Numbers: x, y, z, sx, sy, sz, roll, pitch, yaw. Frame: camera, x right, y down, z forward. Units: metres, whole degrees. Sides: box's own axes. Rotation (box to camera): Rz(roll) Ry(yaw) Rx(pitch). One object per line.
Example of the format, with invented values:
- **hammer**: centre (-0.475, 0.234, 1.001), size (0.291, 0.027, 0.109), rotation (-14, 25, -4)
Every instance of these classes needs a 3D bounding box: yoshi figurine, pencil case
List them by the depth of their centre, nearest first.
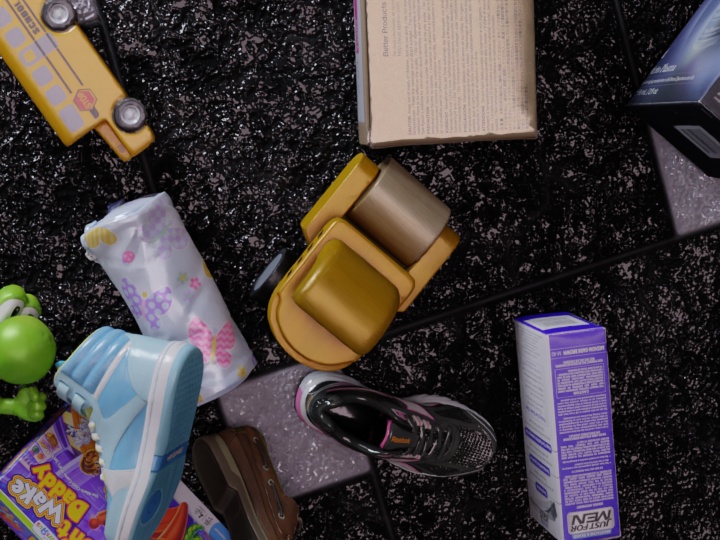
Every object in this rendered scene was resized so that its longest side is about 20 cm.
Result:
- **yoshi figurine**: centre (-0.339, 0.110, 1.331), size (0.111, 0.112, 0.201), rotation (28, 82, 7)
- **pencil case**: centre (-0.174, 0.027, 1.372), size (0.090, 0.083, 0.201), rotation (-32, 101, -19)

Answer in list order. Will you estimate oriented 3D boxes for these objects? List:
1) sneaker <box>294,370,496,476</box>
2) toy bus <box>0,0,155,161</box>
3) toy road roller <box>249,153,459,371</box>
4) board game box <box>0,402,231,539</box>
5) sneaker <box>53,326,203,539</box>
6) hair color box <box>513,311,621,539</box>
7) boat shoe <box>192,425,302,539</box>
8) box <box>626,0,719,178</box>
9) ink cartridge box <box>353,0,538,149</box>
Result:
- **sneaker**: centre (0.035, 0.156, 1.419), size (0.198, 0.086, 0.081), rotation (12, 96, -11)
- **toy bus**: centre (-0.266, -0.182, 1.344), size (0.078, 0.065, 0.201), rotation (-35, 100, -4)
- **toy road roller**: centre (0.000, 0.000, 1.366), size (0.123, 0.146, 0.200), rotation (39, 89, -11)
- **board game box**: centre (-0.231, 0.226, 1.376), size (0.200, 0.045, 0.135), rotation (48, 59, -11)
- **sneaker**: centre (-0.223, 0.144, 1.339), size (0.129, 0.079, 0.202), rotation (18, 97, 15)
- **hair color box**: centre (0.197, 0.148, 1.433), size (0.064, 0.109, 0.202), rotation (-5, 97, -10)
- **boat shoe**: centre (-0.084, 0.234, 1.385), size (0.068, 0.072, 0.201), rotation (-14, 71, -33)
- **box**: centre (0.373, -0.197, 1.380), size (0.123, 0.200, 0.199), rotation (38, 88, -10)
- **ink cartridge box**: centre (0.077, -0.218, 1.392), size (0.163, 0.075, 0.202), rotation (-3, 97, -8)
